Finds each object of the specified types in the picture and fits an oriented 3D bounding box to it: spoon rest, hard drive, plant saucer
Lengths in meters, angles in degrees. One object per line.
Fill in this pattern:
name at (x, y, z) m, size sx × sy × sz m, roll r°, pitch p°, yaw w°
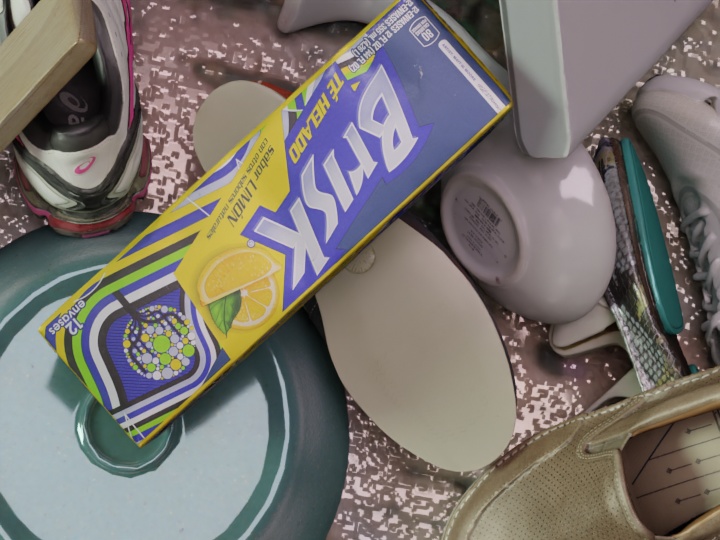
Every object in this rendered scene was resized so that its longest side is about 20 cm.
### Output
spoon rest at (0.046, -0.063, 0.820) m, size 0.060 × 0.100 × 0.200 m, roll -27°, pitch 68°, yaw -34°
hard drive at (0.109, -0.147, 0.785) m, size 0.026 × 0.200 × 0.133 m, roll 4°, pitch 117°, yaw 28°
plant saucer at (-0.100, 0.068, 0.791) m, size 0.198 × 0.036 × 0.202 m, roll 2°, pitch 78°, yaw -9°

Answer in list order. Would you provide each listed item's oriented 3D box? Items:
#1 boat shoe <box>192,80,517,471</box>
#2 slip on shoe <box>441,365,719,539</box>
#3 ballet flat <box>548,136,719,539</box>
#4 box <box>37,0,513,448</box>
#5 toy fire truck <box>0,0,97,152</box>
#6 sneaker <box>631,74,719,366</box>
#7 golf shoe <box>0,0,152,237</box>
boat shoe at (0.000, 0.000, 0.808) m, size 0.071 × 0.063 × 0.200 m, roll -39°, pitch 86°, yaw 3°
slip on shoe at (0.112, 0.092, 0.759) m, size 0.199 × 0.060 × 0.077 m, roll -25°, pitch 81°, yaw 23°
ballet flat at (0.122, 0.041, 0.820) m, size 0.071 × 0.072 × 0.202 m, roll -16°, pitch 79°, yaw -12°
box at (-0.032, -0.020, 0.742) m, size 0.200 × 0.070 × 0.064 m, roll -43°, pitch 89°, yaw 0°
toy fire truck at (-0.205, -0.094, 0.749) m, size 0.198 × 0.129 × 0.178 m, roll -11°, pitch 78°, yaw -4°
sneaker at (0.182, -0.001, 0.836) m, size 0.081 × 0.075 × 0.201 m, roll -36°, pitch 85°, yaw -6°
golf shoe at (-0.132, -0.121, 0.795) m, size 0.072 × 0.092 × 0.202 m, roll -15°, pitch 71°, yaw -11°
